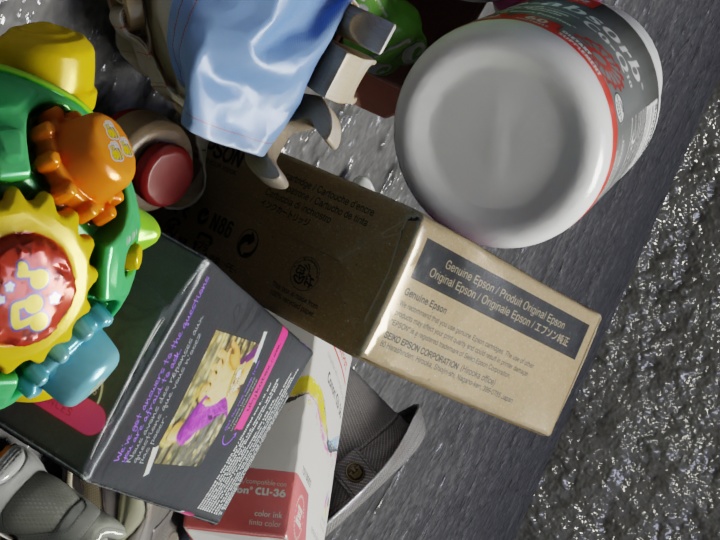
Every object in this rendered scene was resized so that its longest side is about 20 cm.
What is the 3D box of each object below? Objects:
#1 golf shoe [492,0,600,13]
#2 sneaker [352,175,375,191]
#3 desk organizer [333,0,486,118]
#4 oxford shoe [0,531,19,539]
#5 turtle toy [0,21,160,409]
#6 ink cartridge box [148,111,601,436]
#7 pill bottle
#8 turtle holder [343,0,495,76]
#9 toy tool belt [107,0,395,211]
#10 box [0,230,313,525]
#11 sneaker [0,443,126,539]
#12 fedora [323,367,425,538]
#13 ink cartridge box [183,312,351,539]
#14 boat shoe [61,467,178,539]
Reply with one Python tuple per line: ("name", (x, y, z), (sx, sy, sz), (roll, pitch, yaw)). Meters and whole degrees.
("golf shoe", (0.117, -0.173, 0.989), (0.092, 0.074, 0.202), (-67, 175, -56))
("sneaker", (0.013, -0.004, 1.178), (0.200, 0.074, 0.089), (67, 39, -67))
("desk organizer", (0.061, -0.192, 1.021), (0.201, 0.076, 0.072), (-61, 163, -13))
("oxford shoe", (-0.165, 0.152, 0.707), (0.198, 0.073, 0.085), (-1, 114, -36))
("turtle toy", (-0.154, -0.005, 0.530), (0.198, 0.101, 0.148), (-6, 112, -35))
("ink cartridge box", (0.000, 0.000, 0.812), (0.164, 0.199, 0.076), (24, 91, -47))
("pill bottle", (0.101, -0.091, 0.859), (0.200, 0.115, 0.117), (-37, 149, -64))
("turtle holder", (0.055, -0.201, 0.828), (0.132, 0.139, 0.187), (60, 26, -52))
("toy tool belt", (-0.050, -0.105, 0.699), (0.124, 0.122, 0.202), (10, 106, -46))
("box", (-0.115, 0.037, 0.728), (0.107, 0.121, 0.200), (-60, 163, -8))
("sneaker", (-0.172, 0.190, 0.831), (0.076, 0.091, 0.202), (-47, 157, -46))
("fedora", (-0.049, 0.135, 1.085), (0.199, 0.091, 0.177), (-39, -178, -16))
("ink cartridge box", (-0.051, 0.084, 0.974), (0.117, 0.067, 0.202), (74, 22, -63))
("boat shoe", (-0.147, 0.155, 0.894), (0.074, 0.073, 0.202), (-38, 144, -67))
